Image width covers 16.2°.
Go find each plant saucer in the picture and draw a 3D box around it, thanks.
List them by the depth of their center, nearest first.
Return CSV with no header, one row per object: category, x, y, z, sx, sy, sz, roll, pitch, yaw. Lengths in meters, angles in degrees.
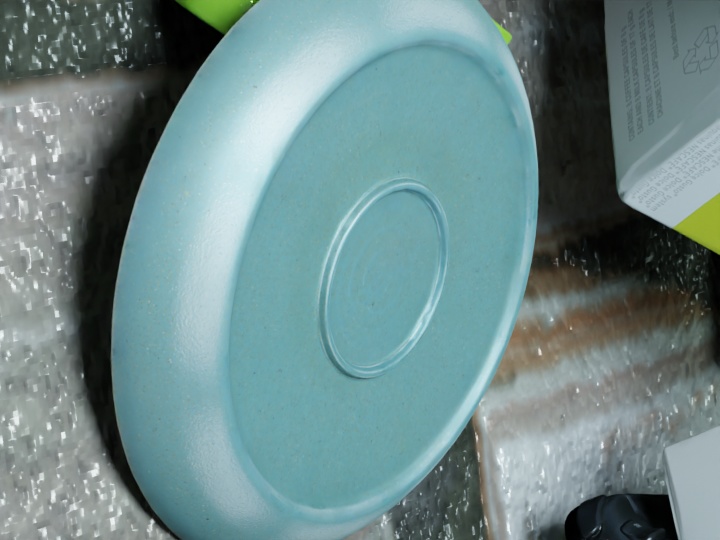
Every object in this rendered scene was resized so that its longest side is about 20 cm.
plant saucer,0.000,0.000,0.795,0.200,0.027,0.201,-28,127,-45

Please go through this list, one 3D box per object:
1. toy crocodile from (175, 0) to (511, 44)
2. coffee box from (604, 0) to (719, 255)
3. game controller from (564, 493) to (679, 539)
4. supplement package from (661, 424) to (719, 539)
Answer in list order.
toy crocodile,-0.011,-0.099,0.818,0.068,0.062,0.200,-58,147,7
coffee box,0.226,-0.109,0.928,0.197,0.200,0.200,26,45,-26
game controller,0.141,0.138,1.003,0.200,0.042,0.105,11,56,-63
supplement package,0.231,0.101,0.920,0.121,0.200,0.120,44,29,-41
